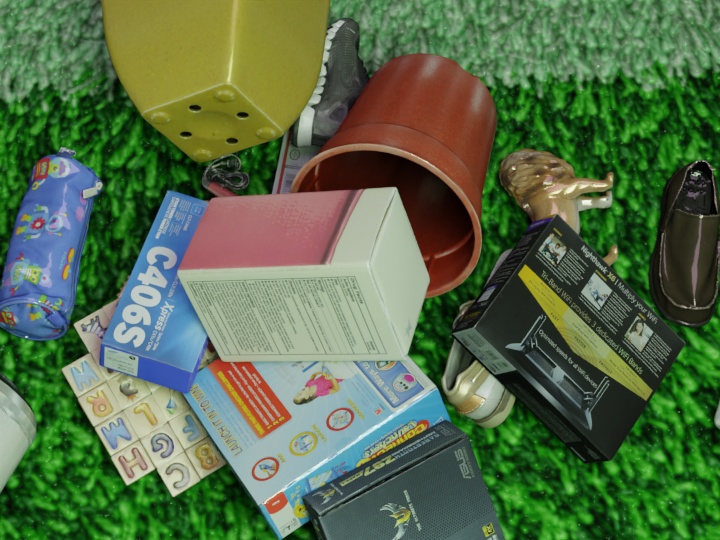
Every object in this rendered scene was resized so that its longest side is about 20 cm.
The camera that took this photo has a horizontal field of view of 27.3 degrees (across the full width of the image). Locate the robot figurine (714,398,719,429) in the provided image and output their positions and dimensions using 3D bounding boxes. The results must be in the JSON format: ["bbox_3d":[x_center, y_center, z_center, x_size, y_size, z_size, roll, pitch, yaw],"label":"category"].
[{"bbox_3d":[0.436,0.145,1.466,0.169,0.113,0.201,18,61,26],"label":"robot figurine"}]

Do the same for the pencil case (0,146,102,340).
[{"bbox_3d":[-0.326,-0.027,1.571,0.086,0.078,0.201,-5,59,22],"label":"pencil case"}]

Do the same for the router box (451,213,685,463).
[{"bbox_3d":[0.211,0.069,1.489,0.200,0.052,0.157,44,66,-11],"label":"router box"}]

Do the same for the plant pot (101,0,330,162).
[{"bbox_3d":[-0.158,-0.237,1.596,0.194,0.194,0.201,-15,59,24],"label":"plant pot"}]

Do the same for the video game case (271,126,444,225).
[{"bbox_3d":[0.007,-0.108,1.648,0.198,0.018,0.144,6,53,3],"label":"video game case"}]

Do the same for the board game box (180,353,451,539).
[{"bbox_3d":[-0.047,0.128,1.418,0.195,0.056,0.200,-32,42,-9],"label":"board game box"}]

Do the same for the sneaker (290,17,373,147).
[{"bbox_3d":[-0.014,-0.207,1.678,0.090,0.067,0.201,12,49,5],"label":"sneaker"}]

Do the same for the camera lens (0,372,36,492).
[{"bbox_3d":[-0.416,0.180,1.405,0.159,0.160,0.201,23,62,12],"label":"camera lens"}]

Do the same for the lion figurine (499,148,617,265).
[{"bbox_3d":[0.213,-0.042,1.596,0.121,0.073,0.201,-3,64,6],"label":"lion figurine"}]

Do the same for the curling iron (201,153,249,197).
[{"bbox_3d":[-0.093,-0.062,1.587,0.200,0.026,0.050,37,83,22],"label":"curling iron"}]

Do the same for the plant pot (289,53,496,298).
[{"bbox_3d":[0.049,-0.110,1.532,0.199,0.202,0.196,15,46,8],"label":"plant pot"}]

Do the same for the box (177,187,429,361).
[{"bbox_3d":[-0.051,0.006,1.408,0.199,0.128,0.109,-2,44,22],"label":"box"}]

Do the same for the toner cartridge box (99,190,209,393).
[{"bbox_3d":[-0.182,0.018,1.482,0.094,0.043,0.201,18,53,-1],"label":"toner cartridge box"}]

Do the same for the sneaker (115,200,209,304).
[{"bbox_3d":[-0.179,0.015,1.553,0.090,0.075,0.200,25,64,19],"label":"sneaker"}]

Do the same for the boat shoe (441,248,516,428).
[{"bbox_3d":[0.136,0.057,1.523,0.068,0.075,0.201,33,56,-29],"label":"boat shoe"}]

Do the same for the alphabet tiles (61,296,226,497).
[{"bbox_3d":[-0.196,0.116,1.493,0.166,0.006,0.201,-30,86,-17],"label":"alphabet tiles"}]

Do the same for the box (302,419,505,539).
[{"bbox_3d":[0.053,0.261,1.360,0.157,0.201,0.051,-25,19,-15],"label":"box"}]

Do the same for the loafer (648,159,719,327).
[{"bbox_3d":[0.350,-0.035,1.591,0.072,0.072,0.201,4,60,2],"label":"loafer"}]
